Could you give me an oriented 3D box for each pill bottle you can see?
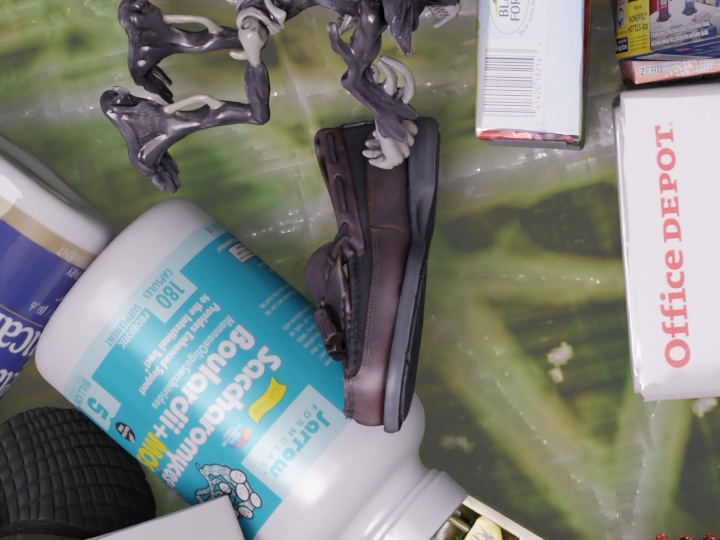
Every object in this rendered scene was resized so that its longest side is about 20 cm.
[{"bbox_3d":[-0.216,0.029,1.304,0.111,0.111,0.200,37,94,2],"label":"pill bottle"},{"bbox_3d":[-0.047,0.066,1.291,0.200,0.111,0.111,40,93,5],"label":"pill bottle"}]

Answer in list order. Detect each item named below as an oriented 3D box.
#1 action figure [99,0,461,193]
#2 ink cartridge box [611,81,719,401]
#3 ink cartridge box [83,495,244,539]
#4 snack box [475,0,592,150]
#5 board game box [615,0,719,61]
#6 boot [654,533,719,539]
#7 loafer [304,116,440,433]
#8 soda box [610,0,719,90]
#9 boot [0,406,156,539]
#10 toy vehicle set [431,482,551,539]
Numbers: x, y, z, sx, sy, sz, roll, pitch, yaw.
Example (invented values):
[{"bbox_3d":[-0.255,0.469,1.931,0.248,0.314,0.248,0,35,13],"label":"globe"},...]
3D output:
[{"bbox_3d":[-0.017,-0.112,1.263,0.200,0.102,0.119,-21,56,23],"label":"action figure"},{"bbox_3d":[0.221,-0.020,1.291,0.200,0.084,0.146,-4,93,3],"label":"ink cartridge box"},{"bbox_3d":[-0.114,0.227,1.249,0.146,0.147,0.200,-16,82,-28],"label":"ink cartridge box"},{"bbox_3d":[0.082,-0.157,1.270,0.053,0.142,0.200,2,92,4],"label":"snack box"},{"bbox_3d":[0.167,-0.194,1.179,0.062,0.200,0.200,2,91,-12],"label":"board game box"},{"bbox_3d":[0.171,0.151,1.271,0.200,0.107,0.075,-34,45,-15],"label":"boot"},{"bbox_3d":[0.000,0.000,1.265,0.063,0.200,0.072,6,130,2],"label":"loafer"},{"bbox_3d":[0.219,-0.133,1.303,0.200,0.064,0.068,-8,91,2],"label":"soda box"},{"bbox_3d":[-0.199,0.126,1.294,0.131,0.200,0.068,-35,72,30],"label":"boot"},{"bbox_3d":[0.042,0.217,1.335,0.124,0.027,0.200,30,92,2],"label":"toy vehicle set"}]
